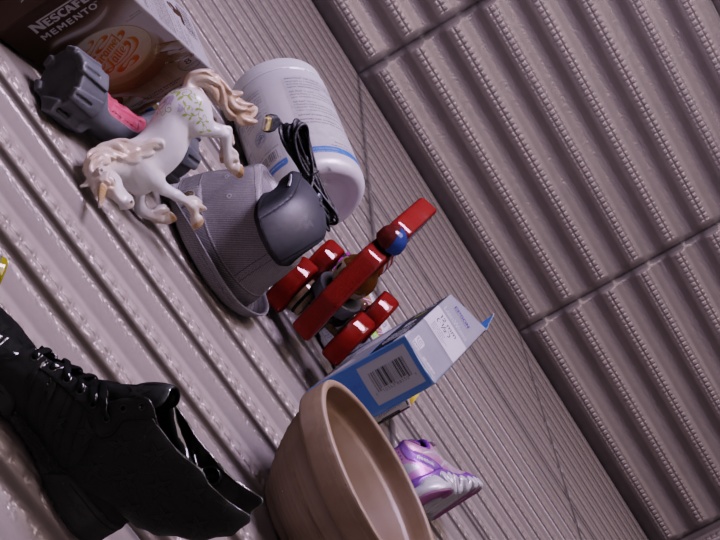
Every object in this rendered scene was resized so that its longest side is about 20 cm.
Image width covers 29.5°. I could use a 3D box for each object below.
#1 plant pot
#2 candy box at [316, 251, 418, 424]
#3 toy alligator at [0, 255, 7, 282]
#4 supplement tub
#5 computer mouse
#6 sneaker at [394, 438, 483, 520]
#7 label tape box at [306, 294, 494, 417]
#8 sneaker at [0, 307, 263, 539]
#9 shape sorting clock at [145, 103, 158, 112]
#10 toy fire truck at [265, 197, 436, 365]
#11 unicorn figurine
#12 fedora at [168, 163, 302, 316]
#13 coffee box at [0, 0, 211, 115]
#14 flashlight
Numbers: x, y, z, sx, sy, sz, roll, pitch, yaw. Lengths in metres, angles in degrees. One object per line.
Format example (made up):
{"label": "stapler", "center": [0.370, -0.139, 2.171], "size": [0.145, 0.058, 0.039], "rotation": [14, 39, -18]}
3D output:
{"label": "plant pot", "center": [-0.019, 0.203, 1.184], "size": [0.201, 0.093, 0.201], "rotation": [56, 12, -19]}
{"label": "candy box", "center": [-0.002, 0.081, 1.664], "size": [0.200, 0.061, 0.136], "rotation": [61, 12, -1]}
{"label": "toy alligator", "center": [-0.237, -0.018, 0.810], "size": [0.059, 0.054, 0.200], "rotation": [27, 25, -22]}
{"label": "supplement tub", "center": [-0.082, -0.158, 1.732], "size": [0.132, 0.132, 0.200], "rotation": [47, 18, -51]}
{"label": "computer mouse", "center": [-0.064, -0.090, 1.361], "size": [0.141, 0.046, 0.200], "rotation": [67, 19, -9]}
{"label": "sneaker", "center": [0.080, 0.239, 1.603], "size": [0.089, 0.080, 0.200], "rotation": [56, 10, 21]}
{"label": "label tape box", "center": [0.048, 0.092, 1.496], "size": [0.066, 0.143, 0.200], "rotation": [56, 30, -3]}
{"label": "sneaker", "center": [-0.154, 0.087, 0.830], "size": [0.200, 0.104, 0.060], "rotation": [60, 11, -3]}
{"label": "shape sorting clock", "center": [-0.235, -0.233, 1.469], "size": [0.200, 0.039, 0.200], "rotation": [57, 11, -18]}
{"label": "toy fire truck", "center": [0.000, 0.000, 1.494], "size": [0.112, 0.168, 0.200], "rotation": [43, 24, 4]}
{"label": "unicorn figurine", "center": [-0.176, -0.098, 1.217], "size": [0.137, 0.074, 0.200], "rotation": [51, 53, -44]}
{"label": "fedora", "center": [-0.117, -0.049, 1.390], "size": [0.177, 0.090, 0.200], "rotation": [55, 12, -28]}
{"label": "coffee box", "center": [-0.238, -0.224, 1.236], "size": [0.200, 0.114, 0.080], "rotation": [38, 25, -61]}
{"label": "flashlight", "center": [-0.216, -0.142, 1.242], "size": [0.068, 0.068, 0.200], "rotation": [62, 10, 27]}
